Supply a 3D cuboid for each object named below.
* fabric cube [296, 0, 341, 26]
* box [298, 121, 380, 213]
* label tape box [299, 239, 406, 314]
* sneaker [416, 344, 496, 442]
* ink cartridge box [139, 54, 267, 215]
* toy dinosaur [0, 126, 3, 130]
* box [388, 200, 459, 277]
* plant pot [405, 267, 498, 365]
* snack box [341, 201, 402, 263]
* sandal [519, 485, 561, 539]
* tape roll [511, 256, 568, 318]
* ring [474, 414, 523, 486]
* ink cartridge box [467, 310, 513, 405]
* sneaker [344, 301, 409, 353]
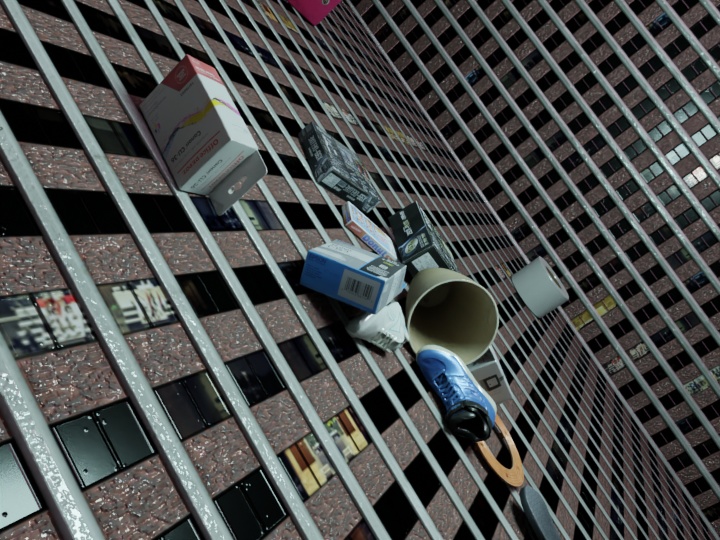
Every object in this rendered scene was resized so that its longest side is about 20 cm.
[{"bbox_3d":[-0.184,-1.044,2.196,0.198,0.195,0.202,24,35,-51],"label":"fabric cube"},{"bbox_3d":[-0.048,-0.240,1.456,0.199,0.049,0.160,25,35,-52],"label":"box"},{"bbox_3d":[0.000,0.000,1.080,0.141,0.067,0.200,21,19,14],"label":"label tape box"},{"bbox_3d":[0.176,0.235,1.166,0.200,0.077,0.111,48,25,-5],"label":"sneaker"},{"bbox_3d":[-0.231,-0.195,0.911,0.202,0.116,0.067,59,21,16],"label":"ink cartridge box"},{"bbox_3d":[-0.408,-0.169,0.559,0.104,0.076,0.199,63,25,7],"label":"toy dinosaur"},{"bbox_3d":[0.162,-0.037,1.499,0.200,0.085,0.165,47,20,-42],"label":"box"},{"bbox_3d":[0.169,0.071,1.294,0.187,0.187,0.201,45,9,-20],"label":"plant pot"},{"bbox_3d":[0.034,-0.074,1.409,0.199,0.024,0.073,39,26,-34],"label":"snack box"},{"bbox_3d":[0.346,0.507,1.170,0.203,0.042,0.076,63,28,-2],"label":"sandal"},{"bbox_3d":[0.711,0.066,2.461,0.203,0.138,0.204,44,23,-24],"label":"tape roll"},{"bbox_3d":[0.268,0.347,1.268,0.200,0.019,0.202,43,24,-24],"label":"ring"},{"bbox_3d":[0.263,0.195,1.349,0.117,0.066,0.201,-103,166,-47],"label":"ink cartridge box"},{"bbox_3d":[0.040,0.102,1.094,0.081,0.070,0.199,61,22,14],"label":"sneaker"}]
